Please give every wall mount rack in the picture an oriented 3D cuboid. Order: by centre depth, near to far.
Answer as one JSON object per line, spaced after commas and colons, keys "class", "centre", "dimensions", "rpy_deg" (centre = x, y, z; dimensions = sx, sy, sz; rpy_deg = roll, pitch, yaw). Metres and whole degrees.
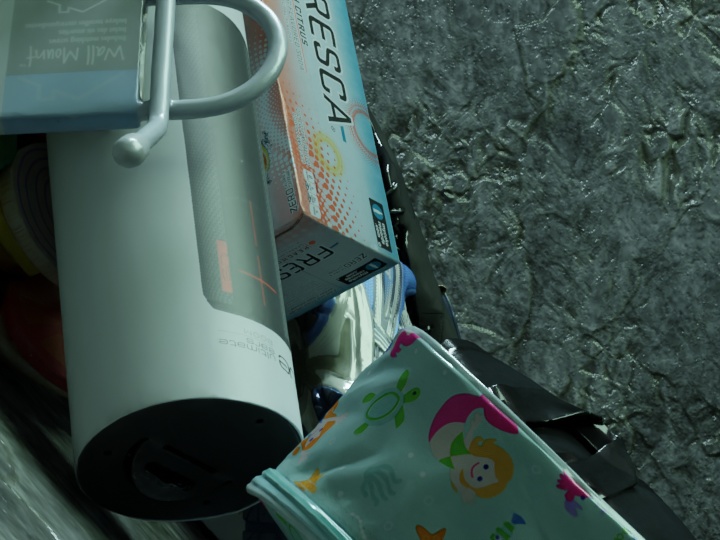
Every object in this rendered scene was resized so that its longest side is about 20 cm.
{"class": "wall mount rack", "centre": [-0.127, -0.073, 0.863], "dimensions": [0.075, 0.200, 0.174], "rpy_deg": [84, 4, -48]}

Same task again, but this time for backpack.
{"class": "backpack", "centre": [0.047, 0.115, 0.843], "dimensions": [0.178, 0.151, 0.200], "rpy_deg": [44, -9, 24]}

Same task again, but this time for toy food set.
{"class": "toy food set", "centre": [-0.116, -0.033, 1.007], "dimensions": [0.200, 0.049, 0.198], "rpy_deg": [52, 29, -21]}

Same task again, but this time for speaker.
{"class": "speaker", "centre": [-0.071, -0.012, 0.917], "dimensions": [0.081, 0.081, 0.200], "rpy_deg": [48, 26, -49]}

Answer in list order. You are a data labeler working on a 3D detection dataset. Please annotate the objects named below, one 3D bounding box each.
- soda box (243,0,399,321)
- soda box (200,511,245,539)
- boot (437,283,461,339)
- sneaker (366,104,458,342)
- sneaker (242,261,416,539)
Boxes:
{"class": "soda box", "centre": [-0.044, -0.084, 1.057], "dimensions": [0.068, 0.064, 0.200], "rpy_deg": [27, 44, -48]}
{"class": "soda box", "centre": [-0.064, 0.066, 1.128], "dimensions": [0.200, 0.068, 0.064], "rpy_deg": [47, -1, -10]}
{"class": "boot", "centre": [0.023, 0.104, 1.251], "dimensions": [0.075, 0.097, 0.200], "rpy_deg": [-150, -140, -70]}
{"class": "sneaker", "centre": [0.000, 0.000, 1.173], "dimensions": [0.091, 0.076, 0.200], "rpy_deg": [89, -19, -63]}
{"class": "sneaker", "centre": [0.004, 0.069, 1.071], "dimensions": [0.085, 0.077, 0.200], "rpy_deg": [19, 57, -37]}
